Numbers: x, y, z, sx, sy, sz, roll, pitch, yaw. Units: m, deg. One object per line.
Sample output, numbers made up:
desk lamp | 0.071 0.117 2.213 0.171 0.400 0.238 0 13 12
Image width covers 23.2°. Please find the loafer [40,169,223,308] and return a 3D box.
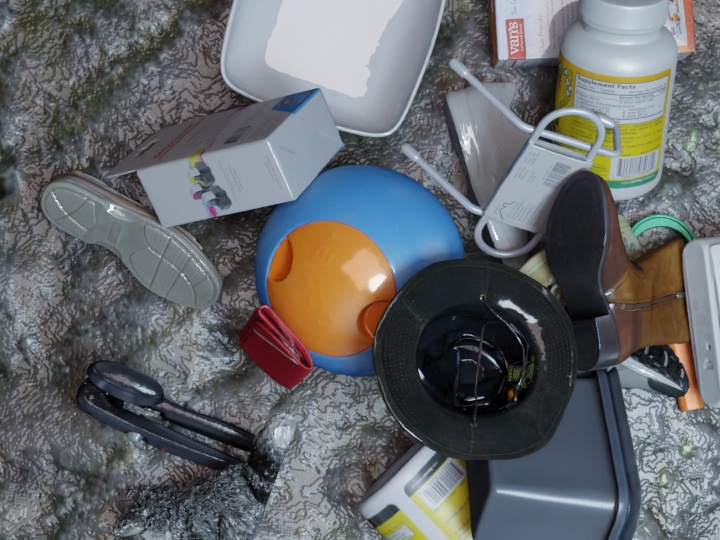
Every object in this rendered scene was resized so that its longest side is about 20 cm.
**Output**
loafer | -0.217 -0.039 1.730 0.200 0.063 0.072 32 121 -3

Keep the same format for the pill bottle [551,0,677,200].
pill bottle | 0.244 -0.179 1.681 0.113 0.113 0.200 0 123 -2

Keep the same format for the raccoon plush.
raccoon plush | -0.153 0.202 1.696 0.134 0.097 0.200 22 100 1

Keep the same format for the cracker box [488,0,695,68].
cracker box | 0.229 -0.276 1.756 0.200 0.058 0.134 -2 87 -3

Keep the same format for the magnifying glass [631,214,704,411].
magnifying glass | 0.314 0.042 1.764 0.080 0.022 0.200 -11 86 -2

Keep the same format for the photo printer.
photo printer | 0.422 0.040 1.724 0.200 0.069 0.166 -7 89 -19

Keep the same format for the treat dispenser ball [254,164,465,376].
treat dispenser ball | 0.000 0.000 1.665 0.201 0.201 0.201 0 87 -2

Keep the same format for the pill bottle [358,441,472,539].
pill bottle | 0.104 0.262 1.699 0.114 0.114 0.200 -44 89 -3

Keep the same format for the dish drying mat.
dish drying mat | -0.082 0.076 1.659 0.018 0.200 0.077 -44 89 -13

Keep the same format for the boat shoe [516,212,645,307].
boat shoe | 0.202 0.006 1.688 0.200 0.073 0.063 -28 75 -33

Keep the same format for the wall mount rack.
wall mount rack | 0.139 -0.107 1.636 0.174 0.200 0.075 17 43 -14

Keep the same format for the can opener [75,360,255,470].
can opener | -0.186 0.153 1.723 0.200 0.079 0.063 30 79 -9

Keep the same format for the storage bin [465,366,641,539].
storage bin | 0.170 0.188 1.643 0.134 0.200 0.146 8 130 -7

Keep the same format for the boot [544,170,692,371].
boot | 0.262 -0.009 1.660 0.068 0.200 0.188 -7 94 41

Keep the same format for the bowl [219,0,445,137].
bowl | -0.027 -0.241 1.739 0.200 0.075 0.200 19 88 -1

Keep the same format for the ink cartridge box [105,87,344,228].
ink cartridge box | -0.131 -0.104 1.681 0.200 0.115 0.068 -10 115 33

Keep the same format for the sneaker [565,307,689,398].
sneaker | 0.228 0.087 1.737 0.200 0.074 0.079 19 117 3

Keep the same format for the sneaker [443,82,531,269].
sneaker | 0.149 -0.093 1.738 0.088 0.075 0.200 -15 86 -4

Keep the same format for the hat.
hat | 0.093 0.083 1.588 0.201 0.081 0.201 3 82 -22
